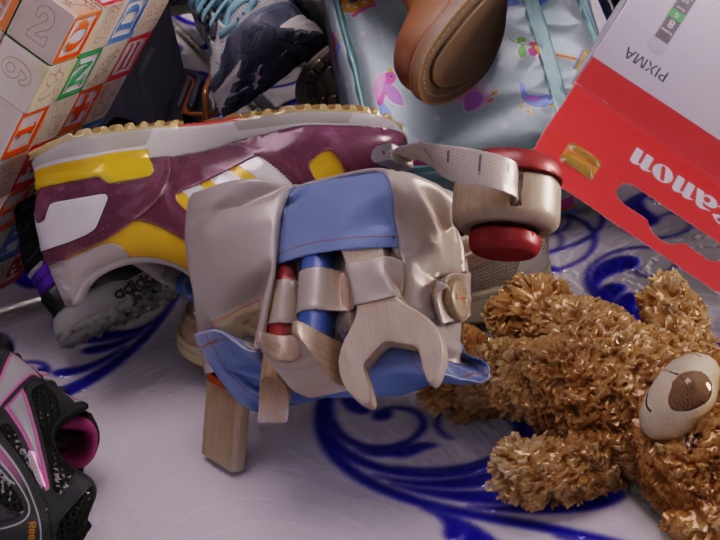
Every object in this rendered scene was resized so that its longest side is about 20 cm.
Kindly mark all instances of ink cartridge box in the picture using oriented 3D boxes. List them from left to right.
[{"bbox_3d":[0.193,-0.083,0.981,0.160,0.050,0.200,33,47,2],"label":"ink cartridge box"}]

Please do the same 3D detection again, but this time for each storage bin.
[{"bbox_3d":[-0.166,-0.130,1.183,0.144,0.135,0.200,-3,29,9],"label":"storage bin"}]

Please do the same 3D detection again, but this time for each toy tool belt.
[{"bbox_3d":[0.005,0.023,0.845,0.199,0.124,0.124,-10,-19,40],"label":"toy tool belt"}]

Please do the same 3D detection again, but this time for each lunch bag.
[{"bbox_3d":[0.065,-0.121,1.098,0.159,0.077,0.201,-9,55,-4],"label":"lunch bag"}]

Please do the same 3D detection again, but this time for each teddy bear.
[{"bbox_3d":[0.107,0.049,0.854,0.144,0.067,0.200,-18,29,-15],"label":"teddy bear"}]

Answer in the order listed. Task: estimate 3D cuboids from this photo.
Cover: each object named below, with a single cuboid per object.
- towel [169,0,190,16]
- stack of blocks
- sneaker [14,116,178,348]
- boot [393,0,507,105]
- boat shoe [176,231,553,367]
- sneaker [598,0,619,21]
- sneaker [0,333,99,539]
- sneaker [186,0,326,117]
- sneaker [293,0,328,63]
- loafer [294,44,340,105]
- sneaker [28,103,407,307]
[{"bbox_3d":[-0.070,-0.220,1.336,0.199,0.035,0.192,-16,1,-31],"label":"towel"},{"bbox_3d":[-0.186,-0.073,0.993,0.058,0.201,0.115,35,24,8],"label":"stack of blocks"},{"bbox_3d":[-0.098,-0.044,1.021,0.199,0.100,0.070,-28,-8,-34],"label":"sneaker"},{"bbox_3d":[0.015,-0.177,1.051,0.154,0.074,0.200,20,47,13],"label":"boot"},{"bbox_3d":[0.000,0.000,0.972,0.198,0.065,0.071,-14,28,-11],"label":"boat shoe"},{"bbox_3d":[0.184,-0.117,1.074,0.078,0.066,0.201,6,46,-44],"label":"sneaker"},{"bbox_3d":[-0.166,0.074,0.882,0.086,0.081,0.200,-1,34,-15],"label":"sneaker"},{"bbox_3d":[-0.076,-0.150,1.163,0.077,0.087,0.200,-37,7,0],"label":"sneaker"},{"bbox_3d":[0.020,-0.190,1.241,0.111,0.077,0.200,-35,-1,-32],"label":"sneaker"},{"bbox_3d":[0.051,-0.132,1.207,0.199,0.076,0.068,-20,2,-12],"label":"loafer"},{"bbox_3d":[-0.067,-0.032,0.960,0.198,0.091,0.075,-8,0,-21],"label":"sneaker"}]
